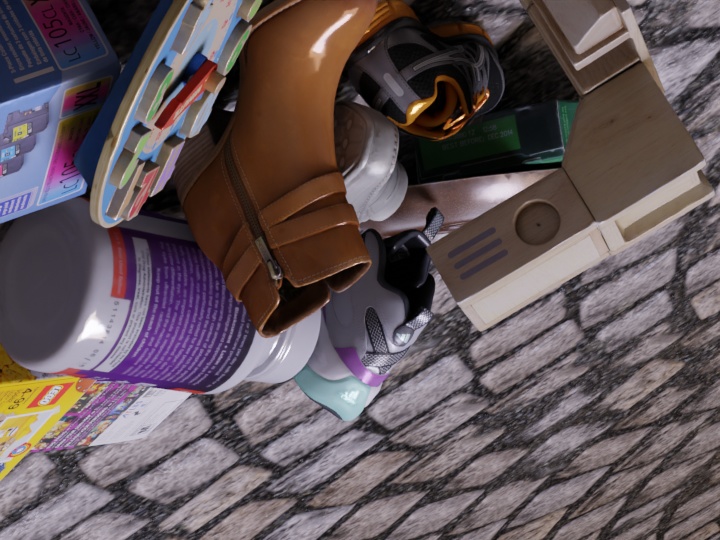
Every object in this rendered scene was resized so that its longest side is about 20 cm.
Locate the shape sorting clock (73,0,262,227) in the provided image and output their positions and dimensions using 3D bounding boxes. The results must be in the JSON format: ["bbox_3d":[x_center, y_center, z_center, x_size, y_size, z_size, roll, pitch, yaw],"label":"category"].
[{"bbox_3d":[-0.092,-0.111,1.266,0.200,0.039,0.200,-58,177,-4],"label":"shape sorting clock"}]

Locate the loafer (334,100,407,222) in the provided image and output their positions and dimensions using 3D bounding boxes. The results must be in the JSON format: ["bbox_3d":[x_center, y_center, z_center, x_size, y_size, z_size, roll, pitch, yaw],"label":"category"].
[{"bbox_3d":[-0.001,-0.066,1.515,0.070,0.070,0.200,14,174,-11],"label":"loafer"}]

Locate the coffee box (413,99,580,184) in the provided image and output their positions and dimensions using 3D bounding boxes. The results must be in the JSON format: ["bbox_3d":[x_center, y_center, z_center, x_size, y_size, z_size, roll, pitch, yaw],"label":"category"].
[{"bbox_3d":[0.137,-0.092,1.689,0.123,0.044,0.200,-10,177,32],"label":"coffee box"}]

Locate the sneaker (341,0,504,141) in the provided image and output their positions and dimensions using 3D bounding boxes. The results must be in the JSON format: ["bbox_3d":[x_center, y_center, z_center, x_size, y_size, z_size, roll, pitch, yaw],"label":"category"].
[{"bbox_3d":[0.046,-0.119,1.526,0.078,0.077,0.200,-41,160,20],"label":"sneaker"}]

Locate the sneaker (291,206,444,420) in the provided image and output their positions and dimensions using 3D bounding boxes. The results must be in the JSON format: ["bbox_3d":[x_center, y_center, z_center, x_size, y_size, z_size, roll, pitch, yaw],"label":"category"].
[{"bbox_3d":[0.000,0.000,1.607,0.140,0.200,0.078,-45,130,11],"label":"sneaker"}]

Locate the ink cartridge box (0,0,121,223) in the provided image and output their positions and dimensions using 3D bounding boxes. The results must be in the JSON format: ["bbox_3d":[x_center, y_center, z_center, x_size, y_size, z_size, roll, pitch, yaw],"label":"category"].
[{"bbox_3d":[-0.238,-0.071,1.227,0.200,0.076,0.136,-20,158,-25],"label":"ink cartridge box"}]

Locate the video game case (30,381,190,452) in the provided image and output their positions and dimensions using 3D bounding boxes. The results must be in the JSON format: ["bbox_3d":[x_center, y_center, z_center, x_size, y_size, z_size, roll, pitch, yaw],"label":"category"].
[{"bbox_3d":[-0.165,0.062,1.709,0.200,0.036,0.181,-43,158,29],"label":"video game case"}]

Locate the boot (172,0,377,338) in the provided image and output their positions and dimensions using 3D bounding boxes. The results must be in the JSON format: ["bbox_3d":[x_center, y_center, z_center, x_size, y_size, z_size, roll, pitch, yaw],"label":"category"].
[{"bbox_3d":[-0.034,-0.069,1.402,0.200,0.155,0.077,-41,151,27],"label":"boot"}]

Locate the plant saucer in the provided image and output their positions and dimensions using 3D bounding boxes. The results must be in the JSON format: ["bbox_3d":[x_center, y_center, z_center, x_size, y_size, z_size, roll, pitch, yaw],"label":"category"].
[{"bbox_3d":[0.084,-0.048,1.680,0.200,0.032,0.200,-8,178,0],"label":"plant saucer"}]

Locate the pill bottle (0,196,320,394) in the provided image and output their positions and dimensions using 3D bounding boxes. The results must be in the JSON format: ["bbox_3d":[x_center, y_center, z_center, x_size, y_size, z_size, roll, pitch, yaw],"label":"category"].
[{"bbox_3d":[-0.125,0.021,1.493,0.200,0.111,0.111,11,136,-42],"label":"pill bottle"}]

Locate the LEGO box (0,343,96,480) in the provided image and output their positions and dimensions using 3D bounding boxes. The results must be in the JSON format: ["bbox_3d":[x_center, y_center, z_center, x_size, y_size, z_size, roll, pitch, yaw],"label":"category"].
[{"bbox_3d":[-0.291,0.100,1.552,0.149,0.077,0.200,-6,148,-50],"label":"LEGO box"}]

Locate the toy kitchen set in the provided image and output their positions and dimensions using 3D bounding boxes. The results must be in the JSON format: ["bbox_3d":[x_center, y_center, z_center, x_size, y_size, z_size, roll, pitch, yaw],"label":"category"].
[{"bbox_3d":[0.090,-0.107,1.437,0.180,0.200,0.163,-31,161,4],"label":"toy kitchen set"}]
